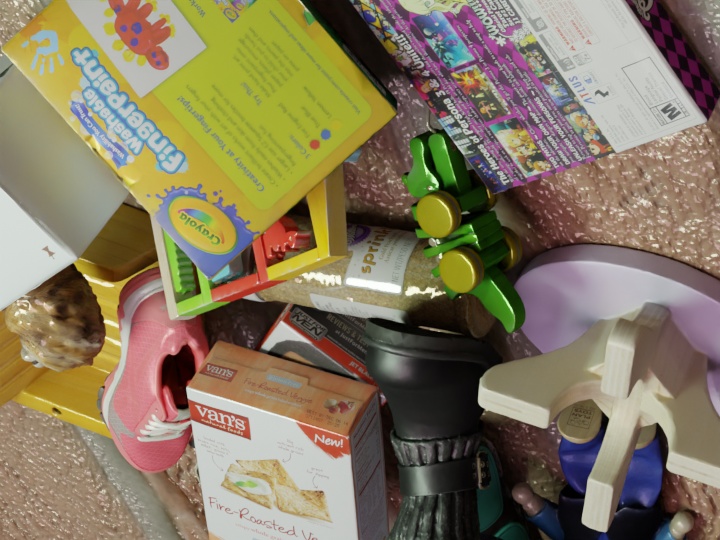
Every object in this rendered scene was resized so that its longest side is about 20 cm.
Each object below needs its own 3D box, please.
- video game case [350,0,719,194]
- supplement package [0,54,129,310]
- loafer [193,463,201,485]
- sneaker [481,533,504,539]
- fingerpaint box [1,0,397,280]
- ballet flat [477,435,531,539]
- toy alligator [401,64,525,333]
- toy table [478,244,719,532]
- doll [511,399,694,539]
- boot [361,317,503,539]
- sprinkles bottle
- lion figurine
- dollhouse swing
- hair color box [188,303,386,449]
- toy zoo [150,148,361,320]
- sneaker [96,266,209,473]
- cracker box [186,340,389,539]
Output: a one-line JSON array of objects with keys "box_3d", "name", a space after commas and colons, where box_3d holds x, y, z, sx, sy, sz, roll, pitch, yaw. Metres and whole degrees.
[{"box_3d": [0.099, -0.152, 1.405, 0.181, 0.036, 0.200, -19, 118, 43], "name": "video game case"}, {"box_3d": [-0.213, -0.089, 1.543, 0.117, 0.200, 0.117, 46, 138, -15], "name": "supplement package"}, {"box_3d": [-0.074, 0.224, 1.849, 0.076, 0.068, 0.200, -25, 103, 45], "name": "loafer"}, {"box_3d": [0.123, 0.263, 1.710, 0.200, 0.082, 0.074, 40, 179, -41], "name": "sneaker"}, {"box_3d": [-0.101, -0.126, 1.455, 0.167, 0.073, 0.200, -42, 98, 7], "name": "fingerpaint box"}, {"box_3d": [0.088, 0.192, 1.741, 0.072, 0.072, 0.201, 6, 132, 28], "name": "ballet flat"}, {"box_3d": [0.053, -0.049, 1.498, 0.054, 0.059, 0.201, -18, 98, 41], "name": "toy alligator"}, {"box_3d": [0.181, 0.075, 1.512, 0.199, 0.117, 0.184, 9, 133, 24], "name": "toy table"}, {"box_3d": [0.177, 0.173, 1.663, 0.136, 0.049, 0.201, 6, 136, 13], "name": "doll"}, {"box_3d": [0.046, 0.123, 1.553, 0.079, 0.159, 0.211, 9, 172, 21], "name": "boot"}, {"box_3d": [0.000, 0.000, 1.595, 0.199, 0.068, 0.068, 10, 134, 25], "name": "sprinkles bottle"}, {"box_3d": [-0.246, -0.025, 1.619, 0.072, 0.122, 0.201, -17, 79, 40], "name": "lion figurine"}, {"box_3d": [-0.239, 0.067, 1.734, 0.181, 0.176, 0.201, 20, 137, 16], "name": "dollhouse swing"}, {"box_3d": [-0.047, 0.097, 1.726, 0.101, 0.061, 0.200, 35, 139, -1], "name": "hair color box"}, {"box_3d": [-0.074, -0.054, 1.564, 0.200, 0.020, 0.132, -20, 77, 43], "name": "toy zoo"}, {"box_3d": [-0.152, 0.095, 1.709, 0.087, 0.073, 0.201, -119, 26, -42], "name": "sneaker"}, {"box_3d": [-0.052, 0.155, 1.695, 0.133, 0.058, 0.201, 15, 136, 20], "name": "cracker box"}]
